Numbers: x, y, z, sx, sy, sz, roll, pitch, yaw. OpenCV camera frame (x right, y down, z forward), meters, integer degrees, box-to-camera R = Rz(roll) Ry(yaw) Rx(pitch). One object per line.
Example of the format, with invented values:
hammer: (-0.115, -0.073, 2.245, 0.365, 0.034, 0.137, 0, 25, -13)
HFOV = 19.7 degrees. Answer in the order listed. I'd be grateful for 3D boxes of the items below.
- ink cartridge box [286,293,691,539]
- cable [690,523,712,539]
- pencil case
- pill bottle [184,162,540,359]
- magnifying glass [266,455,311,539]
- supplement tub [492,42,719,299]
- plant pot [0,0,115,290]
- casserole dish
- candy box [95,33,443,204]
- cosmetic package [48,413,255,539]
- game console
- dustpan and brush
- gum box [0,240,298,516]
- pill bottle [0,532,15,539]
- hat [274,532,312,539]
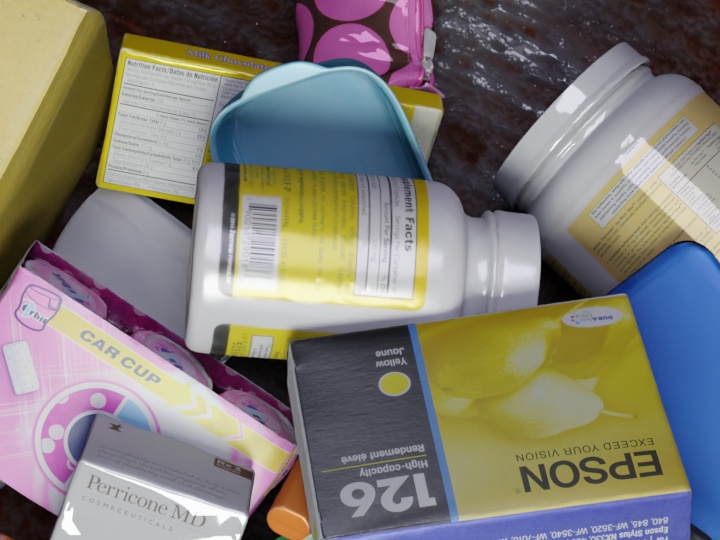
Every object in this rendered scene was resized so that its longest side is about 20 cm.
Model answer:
ink cartridge box: (0.069, 0.106, 1.094, 0.196, 0.047, 0.201, -7, 43, -6)
cable: (0.094, 0.177, 1.130, 0.199, 0.051, 0.164, 32, 83, 13)
pencil case: (0.007, -0.190, 1.334, 0.090, 0.093, 0.202, 10, 70, -44)
pill bottle: (0.000, 0.000, 1.202, 0.198, 0.111, 0.112, 5, 73, -6)
magnifying glass: (-0.012, 0.090, 1.186, 0.079, 0.022, 0.200, 25, 33, 4)
supplement tub: (0.193, -0.028, 1.274, 0.200, 0.145, 0.145, 45, 74, 8)
plant pot: (-0.271, -0.068, 1.223, 0.194, 0.194, 0.201, 20, 78, 1)
casserole dish: (-0.015, -0.048, 1.259, 0.120, 0.201, 0.039, -18, 32, 9)
candy box: (-0.057, -0.080, 1.276, 0.198, 0.103, 0.026, 11, 33, -9)
cosmetic package: (-0.138, 0.194, 1.160, 0.101, 0.074, 0.201, 19, 106, -5)
game console: (0.185, 0.114, 1.223, 0.118, 0.171, 0.201, -30, 78, -22)
dustpan and brush: (-0.168, 0.056, 1.267, 0.139, 0.057, 0.200, 36, 66, 18)
gum box: (-0.140, 0.089, 1.203, 0.199, 0.066, 0.114, 34, 101, -10)
pill bottle: (-0.296, 0.171, 1.181, 0.199, 0.114, 0.115, 25, 72, 2)
hat: (-0.013, 0.182, 1.253, 0.199, 0.176, 0.166, -30, 112, -1)
